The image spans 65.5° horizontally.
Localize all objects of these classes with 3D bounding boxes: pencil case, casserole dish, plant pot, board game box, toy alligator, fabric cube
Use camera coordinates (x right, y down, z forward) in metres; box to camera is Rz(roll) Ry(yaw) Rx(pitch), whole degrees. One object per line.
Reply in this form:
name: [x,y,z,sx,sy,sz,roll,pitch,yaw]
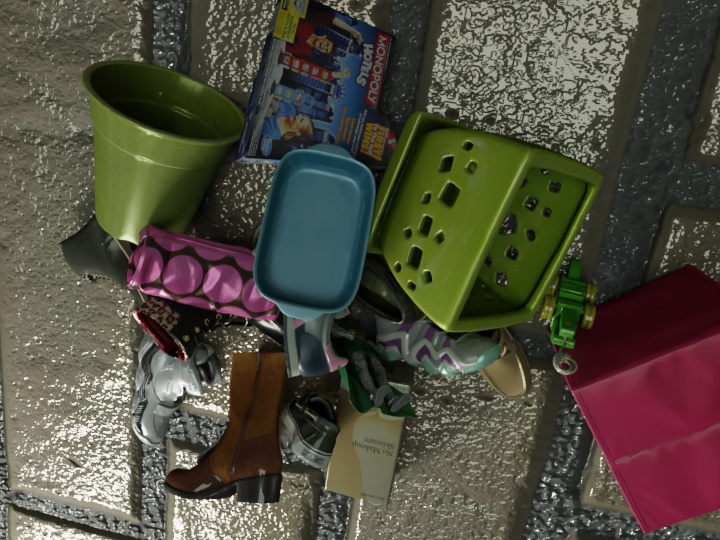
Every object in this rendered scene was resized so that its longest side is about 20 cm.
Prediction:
pencil case: [-0.194,0.000,0.725,0.198,0.091,0.094,12,131,-18]
casserole dish: [-0.051,-0.043,0.639,0.120,0.039,0.202,11,80,-4]
plant pot: [0.126,-0.065,0.645,0.181,0.198,0.201,38,114,37]
board game box: [-0.033,-0.204,0.696,0.198,0.062,0.202,15,90,-24]
toy alligator: [0.249,0.063,0.683,0.059,0.201,0.055,14,134,14]
fabric cube: [0.367,0.143,0.666,0.198,0.196,0.201,-27,98,15]
plant pot: [-0.272,-0.140,0.737,0.199,0.200,0.191,30,120,2]

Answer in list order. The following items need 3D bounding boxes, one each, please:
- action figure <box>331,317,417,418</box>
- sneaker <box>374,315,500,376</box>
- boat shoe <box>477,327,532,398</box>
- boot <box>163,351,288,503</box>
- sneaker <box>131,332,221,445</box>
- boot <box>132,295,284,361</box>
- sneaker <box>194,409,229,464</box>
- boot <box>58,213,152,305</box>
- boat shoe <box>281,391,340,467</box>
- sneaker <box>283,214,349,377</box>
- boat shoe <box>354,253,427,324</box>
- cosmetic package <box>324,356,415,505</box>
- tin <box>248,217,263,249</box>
action figure: [-0.004,0.110,0.749,0.118,0.200,0.055,30,103,-38]
sneaker: [0.082,0.054,0.723,0.199,0.077,0.141,-1,108,46]
boat shoe: [0.170,0.097,0.762,0.071,0.065,0.201,-31,97,17]
boot: [-0.187,0.213,0.783,0.187,0.068,0.202,-10,69,30]
sneaker: [-0.287,0.191,0.875,0.114,0.075,0.202,12,104,11]
boot: [-0.197,0.070,0.779,0.200,0.151,0.073,42,139,0]
sneaker: [-0.188,0.238,0.846,0.070,0.108,0.202,18,109,23]
boot: [-0.365,0.010,0.851,0.138,0.077,0.201,-27,85,21]
boat shoe: [-0.062,0.208,0.784,0.070,0.200,0.064,29,87,-14]
sneaker: [-0.055,0.027,0.686,0.081,0.070,0.202,-1,87,-7]
boat shoe: [0.000,0.001,0.699,0.200,0.066,0.072,34,119,27]
cosmetic package: [0.013,0.232,0.827,0.104,0.071,0.202,10,107,8]
tin: [-0.058,-0.034,0.788,0.198,0.042,0.113,-3,101,13]
